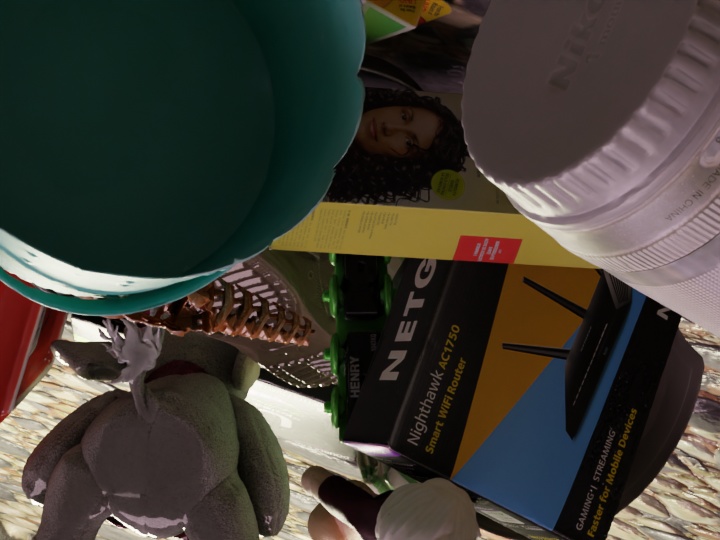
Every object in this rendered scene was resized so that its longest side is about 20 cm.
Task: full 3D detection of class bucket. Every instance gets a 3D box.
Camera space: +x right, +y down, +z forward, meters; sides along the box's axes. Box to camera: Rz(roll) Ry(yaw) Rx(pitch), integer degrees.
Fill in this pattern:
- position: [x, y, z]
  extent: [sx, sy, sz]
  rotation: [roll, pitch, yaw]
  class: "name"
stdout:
- position: [-0.107, -0.081, 1.237]
  extent: [0.206, 0.208, 0.135]
  rotation: [22, 168, -9]
  class: "bucket"

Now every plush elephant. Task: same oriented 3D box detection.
- position: [-0.110, 0.097, 1.636]
  extent: [0.163, 0.201, 0.155]
  rotation: [3, -165, 12]
  class: "plush elephant"

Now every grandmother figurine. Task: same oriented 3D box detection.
- position: [0.024, 0.138, 1.426]
  extent: [0.120, 0.061, 0.200]
  rotation: [16, 173, -4]
  class: "grandmother figurine"

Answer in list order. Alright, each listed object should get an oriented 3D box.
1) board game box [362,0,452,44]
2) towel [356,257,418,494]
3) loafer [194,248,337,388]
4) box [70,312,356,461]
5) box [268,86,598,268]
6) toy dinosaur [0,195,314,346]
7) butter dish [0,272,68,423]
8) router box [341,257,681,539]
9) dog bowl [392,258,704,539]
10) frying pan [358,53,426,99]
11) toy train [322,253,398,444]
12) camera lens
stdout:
- position: [-0.059, -0.154, 1.332]
  extent: [0.199, 0.030, 0.095]
  rotation: [24, 164, -25]
  class: "board game box"
- position: [0.027, 0.053, 1.626]
  extent: [0.023, 0.201, 0.153]
  rotation: [-11, 155, 17]
  class: "towel"
- position: [-0.056, 0.004, 1.553]
  extent: [0.075, 0.069, 0.200]
  rotation: [-14, 152, 17]
  class: "loafer"
- position: [-0.074, 0.023, 1.781]
  extent: [0.199, 0.125, 0.149]
  rotation: [18, 165, 1]
  class: "box"
- position: [0.055, -0.045, 1.358]
  extent: [0.198, 0.076, 0.050]
  rotation: [3, 148, -8]
  class: "box"
- position: [-0.119, -0.018, 1.349]
  extent: [0.102, 0.136, 0.200]
  rotation: [-29, 115, 32]
  class: "toy dinosaur"
- position: [-0.245, -0.009, 1.637]
  extent: [0.147, 0.201, 0.199]
  rotation: [19, -169, 0]
  class: "butter dish"
- position: [0.091, 0.028, 1.443]
  extent: [0.149, 0.201, 0.051]
  rotation: [28, 164, -29]
  class: "router box"
- position: [0.095, 0.046, 1.533]
  extent: [0.199, 0.201, 0.059]
  rotation: [28, 177, -30]
  class: "dog bowl"
- position: [-0.047, -0.072, 1.415]
  extent: [0.189, 0.031, 0.115]
  rotation: [-10, 147, 27]
  class: "frying pan"
- position: [0.000, 0.000, 1.475]
  extent: [0.041, 0.201, 0.056]
  rotation: [-1, 163, -1]
  class: "toy train"
- position: [0.161, -0.057, 1.137]
  extent: [0.199, 0.161, 0.160]
  rotation: [28, 162, -31]
  class: "camera lens"
